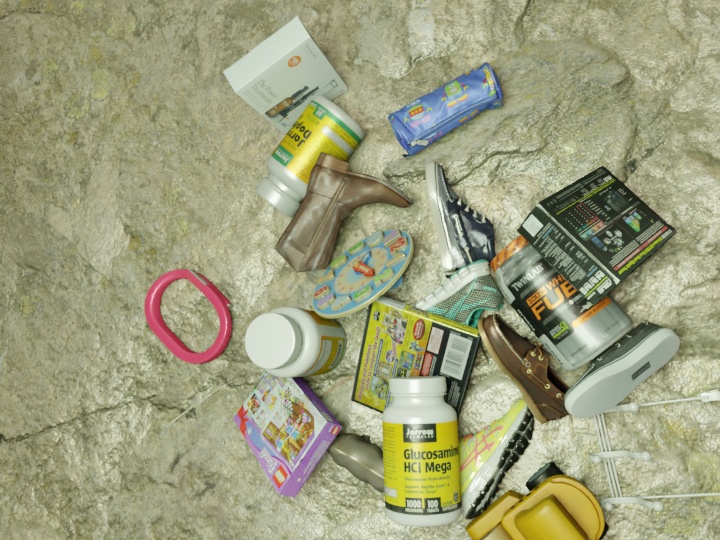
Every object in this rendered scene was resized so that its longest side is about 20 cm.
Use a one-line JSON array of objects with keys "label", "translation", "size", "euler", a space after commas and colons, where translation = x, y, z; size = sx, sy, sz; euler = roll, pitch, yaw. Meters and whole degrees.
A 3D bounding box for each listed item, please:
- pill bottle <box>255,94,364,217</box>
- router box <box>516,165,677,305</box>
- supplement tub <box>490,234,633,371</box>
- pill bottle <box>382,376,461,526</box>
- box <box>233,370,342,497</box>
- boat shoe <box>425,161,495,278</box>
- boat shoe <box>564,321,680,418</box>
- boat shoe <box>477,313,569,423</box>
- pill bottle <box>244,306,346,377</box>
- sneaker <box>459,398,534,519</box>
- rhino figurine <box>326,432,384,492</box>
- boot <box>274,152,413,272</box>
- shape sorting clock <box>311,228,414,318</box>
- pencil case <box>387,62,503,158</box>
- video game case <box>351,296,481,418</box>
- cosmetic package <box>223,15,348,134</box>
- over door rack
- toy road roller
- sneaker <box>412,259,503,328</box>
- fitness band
[{"label": "pill bottle", "translation": [-0.094, -0.197, 1.038], "size": [0.113, 0.113, 0.200], "euler": [40, 95, 18]}, {"label": "router box", "translation": [0.344, -0.057, 0.849], "size": [0.150, 0.200, 0.062], "euler": [49, 141, 18]}, {"label": "supplement tub", "translation": [0.294, 0.039, 0.880], "size": [0.122, 0.123, 0.200], "euler": [-40, 73, 8]}, {"label": "pill bottle", "translation": [0.088, 0.259, 0.864], "size": [0.112, 0.112, 0.201], "euler": [-5, 82, 16]}, {"label": "box", "translation": [-0.127, 0.252, 0.973], "size": [0.137, 0.039, 0.200], "euler": [-56, 40, 3]}, {"label": "boat shoe", "translation": [0.168, -0.089, 0.967], "size": [0.092, 0.075, 0.201], "euler": [-12, 88, 14]}, {"label": "boat shoe", "translation": [0.369, 0.142, 0.852], "size": [0.200, 0.069, 0.057], "euler": [-30, 32, -11]}, {"label": "boat shoe", "translation": [0.253, 0.139, 0.875], "size": [0.070, 0.070, 0.200], "euler": [-31, 107, 31]}, {"label": "pill bottle", "translation": [-0.105, 0.116, 0.950], "size": [0.111, 0.200, 0.111], "euler": [-3, 81, 17]}, {"label": "sneaker", "translation": [0.191, 0.274, 0.906], "size": [0.090, 0.078, 0.200], "euler": [31, 80, 41]}, {"label": "rhino figurine", "translation": [-0.013, 0.295, 0.955], "size": [0.200, 0.087, 0.060], "euler": [25, 89, 19]}, {"label": "boot", "translation": [-0.029, -0.074, 0.998], "size": [0.186, 0.064, 0.200], "euler": [23, 96, -6]}, {"label": "shape sorting clock", "translation": [0.000, 0.000, 0.958], "size": [0.200, 0.200, 0.039], "euler": [-28, 117, 12]}, {"label": "pencil case", "translation": [0.144, -0.269, 0.992], "size": [0.200, 0.078, 0.087], "euler": [-27, 46, 12]}, {"label": "video game case", "translation": [0.084, 0.155, 0.936], "size": [0.180, 0.025, 0.201], "euler": [19, 115, 18]}, {"label": "cosmetic package", "translation": [-0.122, -0.329, 1.020], "size": [0.151, 0.200, 0.052], "euler": [-35, 75, 10]}, {"label": "over door rack", "translation": [0.431, 0.256, 0.836], "size": [0.199, 0.067, 0.148], "euler": [-12, 80, 15]}, {"label": "toy road roller", "translation": [0.249, 0.376, 0.832], "size": [0.200, 0.146, 0.123], "euler": [-42, 72, 7]}, {"label": "sneaker", "translation": [0.140, 0.072, 0.927], "size": [0.200, 0.078, 0.091], "euler": [-42, 73, 32]}, {"label": "fitness band", "translation": [-0.325, 0.084, 1.112], "size": [0.200, 0.037, 0.144], "euler": [41, 98, 19]}]
